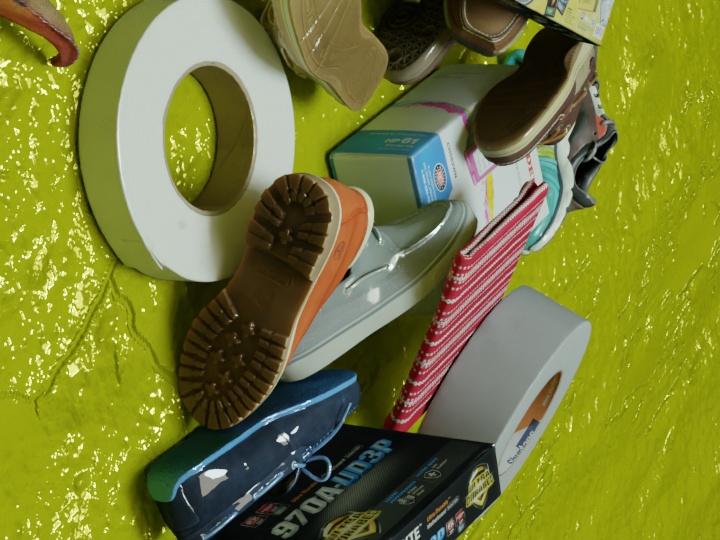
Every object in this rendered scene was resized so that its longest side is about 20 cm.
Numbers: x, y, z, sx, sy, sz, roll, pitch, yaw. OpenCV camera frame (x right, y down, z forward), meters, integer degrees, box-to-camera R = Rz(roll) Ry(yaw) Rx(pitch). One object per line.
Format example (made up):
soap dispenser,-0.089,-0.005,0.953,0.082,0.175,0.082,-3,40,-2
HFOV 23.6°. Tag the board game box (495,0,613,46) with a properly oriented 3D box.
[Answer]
board game box,0.157,-0.261,1.342,0.200,0.034,0.136,10,98,-62

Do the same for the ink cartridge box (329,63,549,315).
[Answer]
ink cartridge box,0.072,-0.072,1.448,0.200,0.084,0.145,-43,127,-48

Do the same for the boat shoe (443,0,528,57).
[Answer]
boat shoe,0.124,-0.266,1.396,0.074,0.075,0.201,118,-6,-60

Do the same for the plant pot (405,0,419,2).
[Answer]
plant pot,0.029,-0.312,1.303,0.187,0.187,0.201,6,101,-57

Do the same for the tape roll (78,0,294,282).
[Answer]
tape roll,-0.117,-0.091,1.200,0.202,0.037,0.204,-9,100,-56

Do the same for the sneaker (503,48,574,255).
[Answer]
sneaker,0.148,-0.110,1.586,0.080,0.077,0.201,28,59,-44

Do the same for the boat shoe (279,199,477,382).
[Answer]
boat shoe,-0.001,0.000,1.298,0.201,0.070,0.072,-38,119,-10

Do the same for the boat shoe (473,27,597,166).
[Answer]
boat shoe,0.155,-0.136,1.436,0.200,0.072,0.072,-58,134,-48

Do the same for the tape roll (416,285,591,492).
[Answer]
tape roll,0.118,0.113,1.467,0.201,0.066,0.201,-52,163,-22

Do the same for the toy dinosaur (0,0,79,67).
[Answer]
toy dinosaur,-0.233,-0.177,0.978,0.181,0.105,0.201,-21,124,-33

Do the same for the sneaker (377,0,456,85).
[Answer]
sneaker,0.077,-0.219,1.458,0.076,0.070,0.201,58,47,-42

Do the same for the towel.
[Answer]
towel,0.080,0.032,1.361,0.145,0.022,0.201,-42,158,-48

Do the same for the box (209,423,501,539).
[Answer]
box,-0.010,0.180,1.273,0.200,0.158,0.046,-33,120,-50

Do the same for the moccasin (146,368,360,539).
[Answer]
moccasin,-0.075,0.134,1.256,0.200,0.080,0.068,-28,109,-38

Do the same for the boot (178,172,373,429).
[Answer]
boot,-0.054,0.024,1.228,0.201,0.075,0.107,-60,163,15

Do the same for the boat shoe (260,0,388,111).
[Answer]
boat shoe,-0.038,-0.178,1.256,0.074,0.069,0.200,-58,159,-11

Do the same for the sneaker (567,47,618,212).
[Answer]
sneaker,0.218,-0.144,1.668,0.077,0.082,0.201,28,69,-54
